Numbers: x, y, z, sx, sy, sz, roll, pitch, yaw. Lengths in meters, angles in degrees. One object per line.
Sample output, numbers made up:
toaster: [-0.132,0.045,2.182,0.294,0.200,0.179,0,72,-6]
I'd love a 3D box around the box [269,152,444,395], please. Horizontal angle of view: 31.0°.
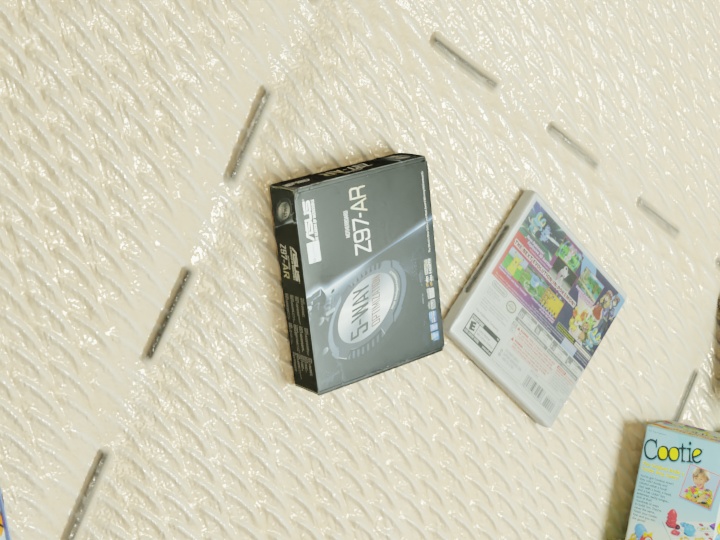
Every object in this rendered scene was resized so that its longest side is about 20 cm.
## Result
box: [0.000,0.000,1.252,0.159,0.043,0.202,-16,108,-34]

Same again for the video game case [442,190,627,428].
video game case: [0.193,0.044,1.417,0.200,0.023,0.183,43,73,-33]

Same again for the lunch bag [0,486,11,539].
lunch bag: [-0.370,0.233,1.005,0.199,0.075,0.162,-17,110,-34]

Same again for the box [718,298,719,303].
box: [0.545,0.111,1.627,0.199,0.049,0.163,11,57,-37]

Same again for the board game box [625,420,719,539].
board game box: [0.382,0.289,1.532,0.103,0.104,0.202,5,97,-60]
